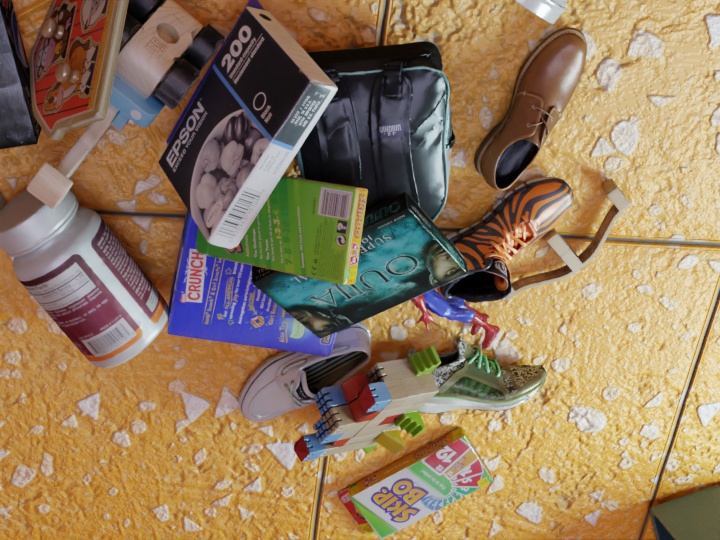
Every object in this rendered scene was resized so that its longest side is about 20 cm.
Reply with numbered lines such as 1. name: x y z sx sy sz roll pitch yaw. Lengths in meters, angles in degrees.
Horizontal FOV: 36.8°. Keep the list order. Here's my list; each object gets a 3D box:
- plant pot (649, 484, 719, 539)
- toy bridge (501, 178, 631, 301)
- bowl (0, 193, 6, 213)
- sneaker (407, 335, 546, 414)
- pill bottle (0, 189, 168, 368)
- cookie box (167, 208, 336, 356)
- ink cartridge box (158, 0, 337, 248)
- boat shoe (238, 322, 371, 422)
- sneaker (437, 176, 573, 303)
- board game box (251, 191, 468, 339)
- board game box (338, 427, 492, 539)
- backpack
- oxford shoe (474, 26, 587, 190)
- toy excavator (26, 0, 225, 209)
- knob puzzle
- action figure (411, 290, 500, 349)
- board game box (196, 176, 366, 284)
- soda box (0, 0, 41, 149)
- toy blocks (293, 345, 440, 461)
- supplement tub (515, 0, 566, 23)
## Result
1. plant pot: 0.565 0.421 1.554 0.199 0.196 0.198 -25 120 -7
2. toy bridge: 0.251 -0.026 1.339 0.200 0.027 0.067 -40 119 13
3. bowl: -0.510 -0.065 1.170 0.199 0.075 0.201 -30 121 9
4. sneaker: 0.144 0.128 1.387 0.198 0.077 0.089 -5 111 -9
5. pill bottle: -0.315 0.002 1.214 0.114 0.114 0.201 -29 119 8
6. cookie box: -0.115 -0.001 1.266 0.198 0.075 0.172 9 117 -14
7. ink cartridge box: -0.132 -0.160 1.105 0.043 0.200 0.199 15 118 -44
8. boat shoe: -0.072 0.134 1.353 0.200 0.067 0.074 -39 117 13
9. sneaker: 0.176 -0.025 1.278 0.199 0.112 0.078 -35 119 11
10. board game box: 0.000 0.000 1.177 0.199 0.028 0.135 -25 137 23
11. board game box: 0.075 0.300 1.495 0.199 0.030 0.096 -28 119 10
12. backpack: 0.013 -0.139 1.164 0.174 0.154 0.202 -7 114 1
13. oxford shoe: 0.202 -0.177 1.223 0.071 0.071 0.201 20 112 -17
14. toy excavator: -0.250 -0.171 1.113 0.100 0.195 0.200 37 137 -12
15. knob puzzle: -0.288 -0.226 1.055 0.030 0.220 0.221 14 118 -38
16. action figure: 0.080 0.035 1.324 0.199 0.066 0.052 33 105 -25
17. board game box: -0.087 -0.050 1.126 0.198 0.030 0.097 11 96 30
18. soda box: -0.383 -0.227 1.104 0.070 0.063 0.202 -9 121 -4
19. toy blocks: -0.002 0.172 1.332 0.136 0.101 0.200 -5 150 -38
20. supplement tub: 0.204 -0.365 1.074 0.144 0.145 0.201 27 112 -22
